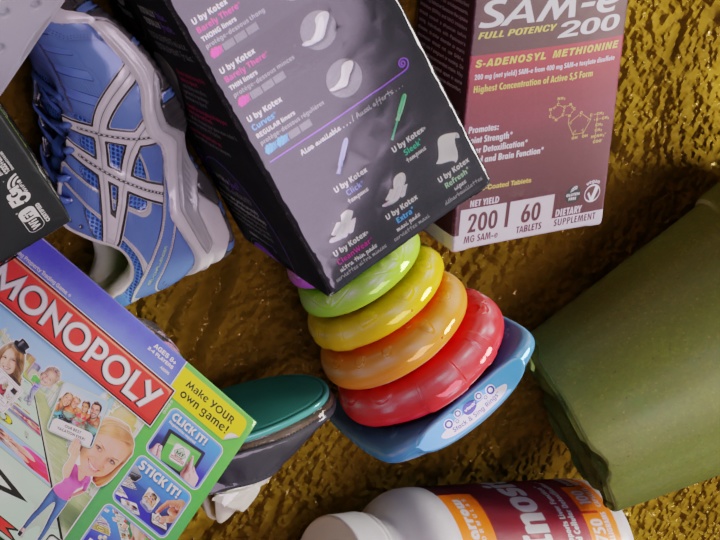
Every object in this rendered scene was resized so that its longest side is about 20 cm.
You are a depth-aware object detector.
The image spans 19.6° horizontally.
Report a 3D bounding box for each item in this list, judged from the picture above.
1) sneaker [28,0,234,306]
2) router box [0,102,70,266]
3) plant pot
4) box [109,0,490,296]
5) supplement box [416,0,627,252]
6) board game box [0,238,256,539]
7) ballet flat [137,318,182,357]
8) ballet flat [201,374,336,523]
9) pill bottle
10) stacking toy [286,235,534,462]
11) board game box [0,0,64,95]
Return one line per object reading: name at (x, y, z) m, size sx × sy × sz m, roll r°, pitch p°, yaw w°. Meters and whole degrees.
sneaker at (-0.131, -0.061, 1.059) m, size 0.077 × 0.076 × 0.200 m, roll -38°, pitch 128°, yaw -17°
router box at (-0.236, -0.053, 0.926) m, size 0.150 × 0.062 × 0.200 m, roll -32°, pitch 146°, yaw -3°
plant pot at (0.208, 0.054, 1.289) m, size 0.190 × 0.200 × 0.200 m, roll -29°, pitch 128°, yaw -4°
box at (-0.040, -0.107, 1.042) m, size 0.106 × 0.122 × 0.200 m, roll -35°, pitch 117°, yaw -12°
supplement box at (0.090, -0.119, 1.185) m, size 0.109 × 0.061 × 0.200 m, roll -11°, pitch 119°, yaw -28°
board game box at (-0.165, 0.069, 1.063) m, size 0.200 × 0.029 × 0.135 m, roll 42°, pitch 67°, yaw -18°
ballet flat at (-0.180, 0.083, 1.107) m, size 0.200 × 0.071 × 0.069 m, roll -20°, pitch 125°, yaw -23°
ballet flat at (-0.107, 0.114, 1.174) m, size 0.200 × 0.073 × 0.073 m, roll -16°, pitch 122°, yaw -17°
pill bottle at (0.065, 0.189, 1.298) m, size 0.200 × 0.113 × 0.113 m, roll 0°, pitch 114°, yaw -34°
stacking toy at (0.000, 0.000, 1.178) m, size 0.116 × 0.110 × 0.200 m, roll -38°, pitch 115°, yaw -12°
board game box at (-0.254, -0.095, 0.940) m, size 0.200 × 0.026 × 0.200 m, roll 13°, pitch 124°, yaw -48°
